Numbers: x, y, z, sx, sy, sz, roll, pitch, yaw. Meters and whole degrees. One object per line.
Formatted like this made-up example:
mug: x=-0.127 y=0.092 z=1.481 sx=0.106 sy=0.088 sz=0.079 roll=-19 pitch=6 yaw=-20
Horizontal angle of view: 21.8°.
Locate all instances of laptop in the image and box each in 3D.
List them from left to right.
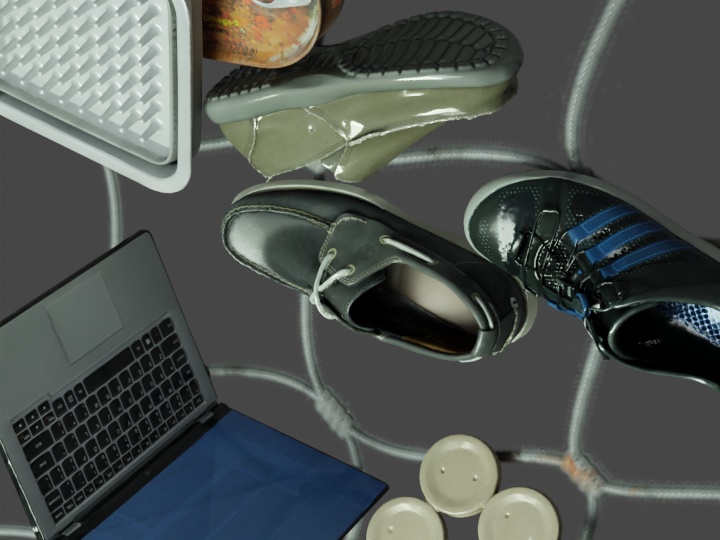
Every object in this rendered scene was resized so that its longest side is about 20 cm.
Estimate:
laptop: x=-0.104 y=0.090 z=1.110 sx=0.116 sy=0.187 sz=0.200 roll=-11 pitch=106 yaw=33

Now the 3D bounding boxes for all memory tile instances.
memory tile: x=0.079 y=0.205 z=1.094 sx=0.200 sy=0.017 sz=0.153 roll=40 pitch=91 yaw=25

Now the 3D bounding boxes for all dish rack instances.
dish rack: x=-0.169 y=-0.146 z=1.077 sx=0.200 sy=0.044 sz=0.172 roll=27 pitch=140 yaw=19

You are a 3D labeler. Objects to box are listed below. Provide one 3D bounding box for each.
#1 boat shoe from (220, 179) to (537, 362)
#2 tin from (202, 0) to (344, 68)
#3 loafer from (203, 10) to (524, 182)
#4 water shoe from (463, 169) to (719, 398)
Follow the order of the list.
boat shoe: x=0.000 y=0.000 z=1.082 sx=0.200 sy=0.068 sz=0.072 roll=21 pitch=123 yaw=23
tin: x=-0.097 y=-0.176 z=1.049 sx=0.200 sy=0.042 sz=0.112 roll=13 pitch=139 yaw=32
loafer: x=0.007 y=-0.092 z=1.037 sx=0.200 sy=0.075 sz=0.070 roll=-4 pitch=122 yaw=37
water shoe: x=0.138 y=0.005 z=0.993 sx=0.200 sy=0.079 sz=0.072 roll=22 pitch=122 yaw=20
